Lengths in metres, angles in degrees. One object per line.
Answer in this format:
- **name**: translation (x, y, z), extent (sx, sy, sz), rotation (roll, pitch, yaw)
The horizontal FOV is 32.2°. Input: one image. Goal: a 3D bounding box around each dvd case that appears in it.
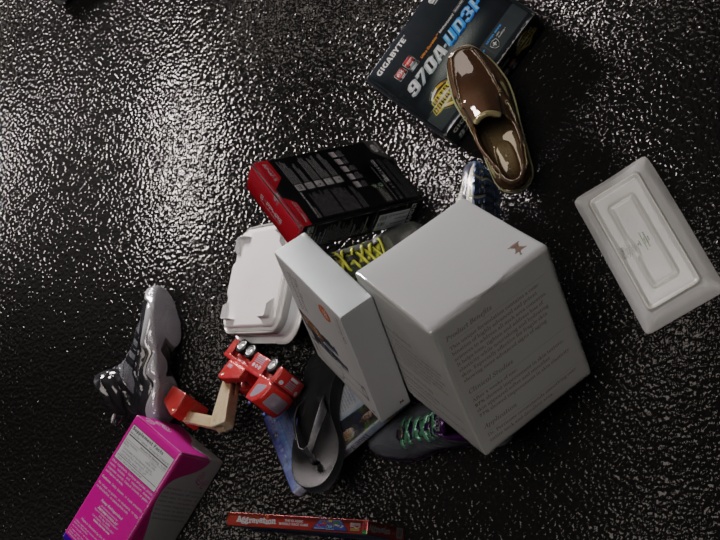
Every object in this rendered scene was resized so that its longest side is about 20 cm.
- **dvd case**: translation (-0.034, 0.179, 1.612), extent (0.200, 0.018, 0.143), rotation (-42, 42, 13)

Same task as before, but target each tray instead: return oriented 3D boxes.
- **tray**: translation (0.340, -0.034, 1.489), extent (0.107, 0.022, 0.200), rotation (-33, 63, 18)

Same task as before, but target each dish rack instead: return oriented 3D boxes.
- **dish rack**: translation (-0.129, 0.011, 1.666), extent (0.200, 0.043, 0.172), rotation (-7, 70, 61)

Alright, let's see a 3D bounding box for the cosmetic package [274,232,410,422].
- **cosmetic package**: translation (-0.020, 0.070, 1.501), extent (0.052, 0.200, 0.151), rotation (-36, 46, -15)

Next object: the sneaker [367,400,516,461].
- **sneaker**: translation (0.087, 0.187, 1.525), extent (0.200, 0.087, 0.075), rotation (-13, 70, 25)

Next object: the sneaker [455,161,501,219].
- **sneaker**: translation (0.123, -0.042, 1.581), extent (0.085, 0.077, 0.201), rotation (-2, 74, 32)

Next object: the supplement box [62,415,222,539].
- **supplement box**: translation (-0.294, 0.311, 1.691), extent (0.103, 0.101, 0.200), rotation (35, 93, 32)

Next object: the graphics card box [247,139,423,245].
- **graphics card box**: translation (-0.032, -0.100, 1.617), extent (0.126, 0.200, 0.051), rotation (51, 140, 29)

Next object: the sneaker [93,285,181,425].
- **sneaker**: translation (-0.321, 0.124, 1.773), extent (0.114, 0.075, 0.201), rotation (-10, 73, 24)

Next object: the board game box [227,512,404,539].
- **board game box**: translation (-0.056, 0.320, 1.557), extent (0.199, 0.103, 0.020), rotation (-2, 72, 28)

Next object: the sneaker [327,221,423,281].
- **sneaker**: translation (0.000, 0.000, 1.625), extent (0.200, 0.085, 0.075), rotation (-36, 55, 16)

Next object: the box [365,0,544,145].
- **box**: translation (0.125, -0.290, 1.665), extent (0.159, 0.046, 0.200), rotation (40, 97, 30)

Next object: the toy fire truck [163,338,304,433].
- **toy fire truck**: translation (-0.171, 0.166, 1.663), extent (0.141, 0.049, 0.200), rotation (-54, 34, -8)

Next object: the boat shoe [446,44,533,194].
- **boat shoe**: translation (0.166, -0.196, 1.567), extent (0.075, 0.075, 0.203), rotation (-27, 83, 9)

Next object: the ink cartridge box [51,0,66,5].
- **ink cartridge box**: translation (-0.456, -0.571, 2.069), extent (0.200, 0.043, 0.197), rotation (-28, 63, 17)

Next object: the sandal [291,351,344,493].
- **sandal**: translation (-0.060, 0.188, 1.583), extent (0.076, 0.043, 0.201), rotation (-22, 50, 30)

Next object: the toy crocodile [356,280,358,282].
- **toy crocodile**: translation (0.038, 0.034, 1.560), extent (0.200, 0.067, 0.062), rotation (-35, 24, 42)

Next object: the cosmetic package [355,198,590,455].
- **cosmetic package**: translation (0.130, 0.061, 1.423), extent (0.167, 0.200, 0.166), rotation (-34, 36, -14)
